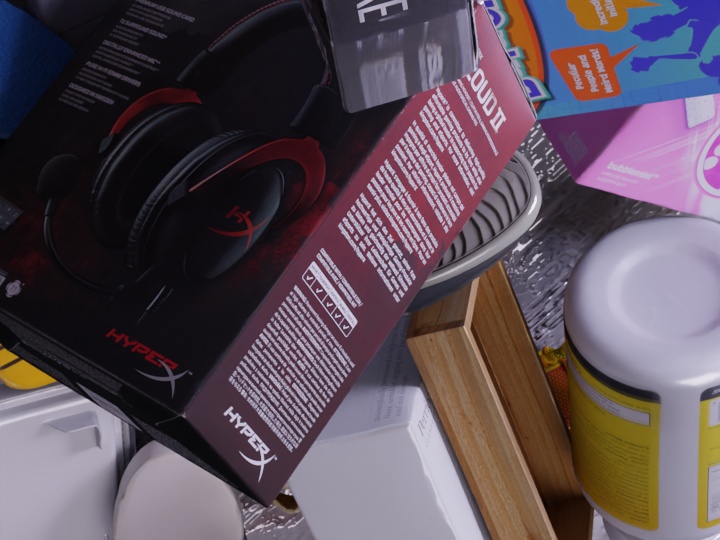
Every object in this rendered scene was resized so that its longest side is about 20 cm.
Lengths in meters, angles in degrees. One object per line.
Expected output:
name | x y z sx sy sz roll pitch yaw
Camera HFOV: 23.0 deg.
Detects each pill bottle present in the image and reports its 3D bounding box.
pill bottle | 0.168 0.075 0.955 0.111 0.112 0.201 -20 138 -9

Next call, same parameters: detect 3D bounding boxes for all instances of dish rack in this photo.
dish rack | -0.195 0.123 0.936 0.170 0.044 0.201 -15 142 -17

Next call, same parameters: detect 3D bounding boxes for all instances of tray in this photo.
tray | 0.078 0.083 0.947 0.037 0.099 0.201 -14 120 20

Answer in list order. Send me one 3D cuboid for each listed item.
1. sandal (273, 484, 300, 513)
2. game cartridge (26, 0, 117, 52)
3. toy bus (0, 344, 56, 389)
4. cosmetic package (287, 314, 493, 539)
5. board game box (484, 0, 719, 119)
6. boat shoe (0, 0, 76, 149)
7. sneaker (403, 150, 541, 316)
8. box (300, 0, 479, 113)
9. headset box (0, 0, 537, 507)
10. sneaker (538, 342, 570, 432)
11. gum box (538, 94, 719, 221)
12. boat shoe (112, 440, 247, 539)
sandal | -0.051 0.101 0.974 0.077 0.070 0.212 -34 142 9
game cartridge | -0.068 -0.094 0.768 0.132 0.041 0.201 -22 142 -1
toy bus | -0.079 -0.026 0.760 0.199 0.065 0.078 -28 141 2
cosmetic package | 0.031 0.132 0.958 0.080 0.113 0.201 -12 122 17
board game box | 0.097 -0.132 0.746 0.198 0.045 0.153 -7 144 18
boat shoe | -0.202 -0.081 0.682 0.198 0.085 0.069 17 142 -21
sneaker | 0.000 0.000 0.856 0.198 0.076 0.106 -21 159 12
box | -0.022 -0.176 0.564 0.049 0.201 0.158 -18 142 -4
headset box | -0.042 -0.039 0.652 0.201 0.148 0.075 -54 144 -15
sneaker | 0.097 0.079 1.056 0.198 0.073 0.078 -4 105 -21
gum box | 0.198 -0.088 0.907 0.199 0.066 0.114 11 129 -39
boat shoe | -0.099 0.153 1.002 0.074 0.093 0.202 -5 125 -5
